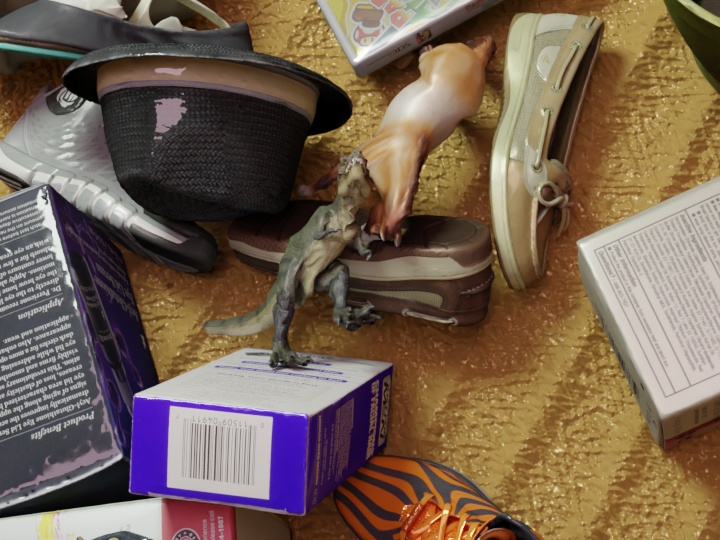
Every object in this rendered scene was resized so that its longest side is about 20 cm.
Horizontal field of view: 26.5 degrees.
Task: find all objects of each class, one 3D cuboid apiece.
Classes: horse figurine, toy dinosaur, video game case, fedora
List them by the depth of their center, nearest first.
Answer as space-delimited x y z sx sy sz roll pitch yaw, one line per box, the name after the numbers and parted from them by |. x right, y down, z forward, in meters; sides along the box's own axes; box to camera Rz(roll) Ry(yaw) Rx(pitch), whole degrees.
-0.035 0.012 0.980 0.200 0.047 0.088 -47 46 35 | toy dinosaur
-0.102 -0.083 1.015 0.200 0.201 0.092 0 81 12 | fedora
0.036 -0.101 1.036 0.050 0.132 0.200 46 70 -20 | horse figurine
0.038 -0.257 1.118 0.182 0.023 0.200 -28 58 2 | video game case

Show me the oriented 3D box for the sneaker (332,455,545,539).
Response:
0.065 0.165 0.952 0.199 0.112 0.078 25 79 19 | sneaker

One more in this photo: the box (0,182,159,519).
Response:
-0.205 0.067 1.023 0.104 0.148 0.201 -21 71 4 | box

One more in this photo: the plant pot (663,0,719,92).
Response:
0.277 -0.196 0.977 0.199 0.193 0.201 -4 72 11 | plant pot

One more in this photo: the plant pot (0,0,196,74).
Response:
-0.207 -0.243 1.113 0.173 0.200 0.201 -2 72 -6 | plant pot

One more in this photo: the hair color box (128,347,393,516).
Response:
-0.055 0.095 0.950 0.109 0.200 0.065 5 98 15 | hair color box

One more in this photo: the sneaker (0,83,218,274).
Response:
-0.169 -0.084 1.102 0.199 0.075 0.116 26 77 19 | sneaker

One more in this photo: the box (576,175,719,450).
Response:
0.253 0.010 0.963 0.199 0.109 0.128 -24 69 3 | box

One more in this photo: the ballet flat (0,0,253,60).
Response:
-0.159 -0.167 1.049 0.199 0.073 0.073 8 68 -32 | ballet flat

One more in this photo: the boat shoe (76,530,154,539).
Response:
-0.167 0.179 0.870 0.200 0.071 0.091 26 78 13 | boat shoe

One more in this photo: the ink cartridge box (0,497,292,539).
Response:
-0.151 0.231 0.960 0.199 0.145 0.146 -8 71 9 | ink cartridge box

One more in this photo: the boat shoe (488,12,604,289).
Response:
0.128 -0.084 1.041 0.063 0.073 0.201 1 66 17 | boat shoe

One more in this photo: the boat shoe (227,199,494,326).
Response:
-0.003 0.003 1.039 0.202 0.075 0.075 9 31 34 | boat shoe
